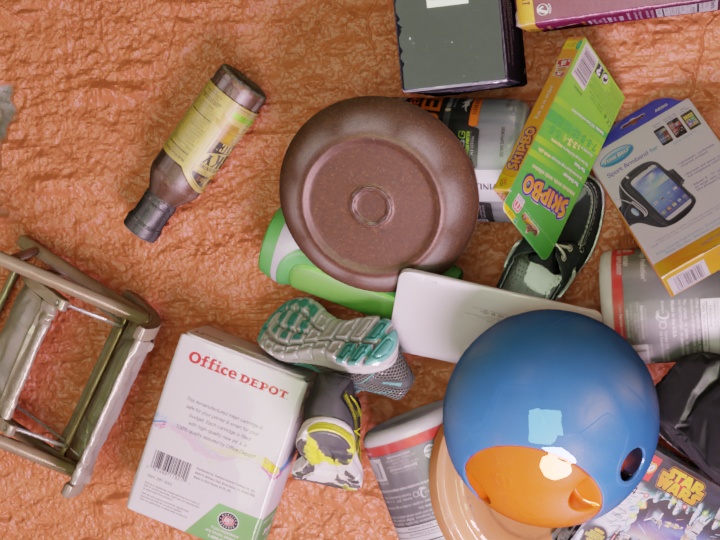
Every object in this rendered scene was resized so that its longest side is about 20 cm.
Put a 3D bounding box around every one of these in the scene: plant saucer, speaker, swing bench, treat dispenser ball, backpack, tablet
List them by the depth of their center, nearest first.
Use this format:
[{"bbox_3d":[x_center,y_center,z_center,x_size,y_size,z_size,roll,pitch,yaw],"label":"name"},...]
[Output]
[{"bbox_3d":[0.176,0.136,1.544,0.200,0.201,0.202,1,95,12],"label":"treat dispenser ball"},{"bbox_3d":[0.388,0.164,1.587,0.127,0.200,0.167,-48,41,15],"label":"backpack"},{"bbox_3d":[0.013,-0.067,1.608,0.199,0.037,0.202,5,112,12],"label":"plant saucer"},{"bbox_3d":[0.129,0.061,1.640,0.199,0.014,0.130,13,141,4],"label":"tablet"},{"bbox_3d":[0.160,0.208,1.655,0.199,0.032,0.202,6,77,-28],"label":"plant saucer"},{"bbox_3d":[0.000,0.000,1.707,0.199,0.088,0.089,20,99,9],"label":"speaker"},{"bbox_3d":[-0.330,0.098,1.767,0.199,0.130,0.200,28,99,3],"label":"swing bench"}]

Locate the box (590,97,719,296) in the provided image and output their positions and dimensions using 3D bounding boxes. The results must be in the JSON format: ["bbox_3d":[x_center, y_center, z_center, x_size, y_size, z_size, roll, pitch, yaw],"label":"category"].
[{"bbox_3d":[0.304,-0.080,1.610,0.119,0.042,0.200,-30,46,7],"label":"box"}]

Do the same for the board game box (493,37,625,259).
[{"bbox_3d":[0.190,-0.117,1.611,0.030,0.096,0.201,5,60,41],"label":"board game box"}]

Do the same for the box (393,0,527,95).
[{"bbox_3d":[0.094,-0.273,1.614,0.103,0.182,0.201,-5,93,12],"label":"box"}]

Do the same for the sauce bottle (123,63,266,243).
[{"bbox_3d":[-0.176,-0.119,1.746,0.065,0.065,0.200,38,103,6],"label":"sauce bottle"}]

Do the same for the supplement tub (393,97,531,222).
[{"bbox_3d":[0.069,-0.111,1.664,0.199,0.123,0.123,2,95,11],"label":"supplement tub"}]

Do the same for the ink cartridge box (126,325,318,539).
[{"bbox_3d":[-0.141,0.175,1.752,0.144,0.084,0.201,20,99,9],"label":"ink cartridge box"}]

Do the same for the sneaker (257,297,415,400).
[{"bbox_3d":[-0.024,0.089,1.705,0.199,0.091,0.078,16,61,46],"label":"sneaker"}]

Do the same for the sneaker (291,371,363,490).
[{"bbox_3d":[-0.025,0.164,1.687,0.074,0.200,0.085,11,68,0],"label":"sneaker"}]

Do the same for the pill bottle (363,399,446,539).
[{"bbox_3d":[0.088,0.240,1.694,0.115,0.116,0.201,-21,91,13],"label":"pill bottle"}]

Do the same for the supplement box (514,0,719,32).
[{"bbox_3d":[0.246,-0.308,1.619,0.199,0.103,0.132,-7,93,12],"label":"supplement box"}]

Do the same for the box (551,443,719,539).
[{"bbox_3d":[0.306,0.258,1.646,0.199,0.040,0.137,29,100,-19],"label":"box"}]

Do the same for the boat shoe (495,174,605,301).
[{"bbox_3d":[0.186,-0.005,1.680,0.075,0.060,0.201,25,100,8],"label":"boat shoe"}]

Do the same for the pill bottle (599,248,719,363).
[{"bbox_3d":[0.337,0.030,1.625,0.199,0.114,0.115,-4,94,12],"label":"pill bottle"}]
